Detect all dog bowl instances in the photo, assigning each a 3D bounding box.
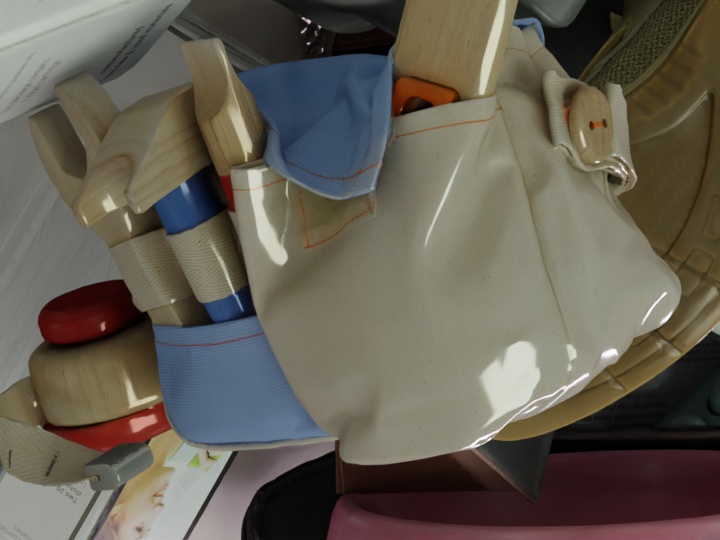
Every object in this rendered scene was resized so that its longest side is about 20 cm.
[{"bbox_3d":[0.076,0.104,0.933,0.200,0.200,0.074,-8,96,-40],"label":"dog bowl"}]

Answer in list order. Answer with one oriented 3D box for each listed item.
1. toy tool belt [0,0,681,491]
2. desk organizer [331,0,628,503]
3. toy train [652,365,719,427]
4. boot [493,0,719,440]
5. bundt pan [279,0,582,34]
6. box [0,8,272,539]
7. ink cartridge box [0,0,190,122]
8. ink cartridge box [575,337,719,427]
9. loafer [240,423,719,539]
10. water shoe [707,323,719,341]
[{"bbox_3d":[-0.022,-0.021,0.763,0.125,0.200,0.123,-31,108,-48],"label":"toy tool belt"},{"bbox_3d":[0.030,-0.031,0.931,0.072,0.077,0.200,42,54,-43],"label":"desk organizer"},{"bbox_3d":[0.157,0.087,1.144,0.200,0.085,0.114,-39,128,-14],"label":"toy train"},{"bbox_3d":[0.090,-0.043,0.875,0.073,0.155,0.200,37,98,-5],"label":"boot"},{"bbox_3d":[0.033,-0.150,0.829,0.202,0.202,0.076,-52,145,-2],"label":"bundt pan"},{"bbox_3d":[-0.088,0.017,0.892,0.200,0.117,0.060,-61,154,6],"label":"box"},{"bbox_3d":[-0.159,-0.092,0.725,0.200,0.148,0.086,-23,173,-28],"label":"ink cartridge box"},{"bbox_3d":[0.158,-0.015,1.160,0.199,0.041,0.200,1,117,-42],"label":"ink cartridge box"},{"bbox_3d":[0.056,0.079,1.051,0.200,0.072,0.063,-3,154,-3],"label":"loafer"},{"bbox_3d":[0.089,0.000,0.991,0.071,0.200,0.079,30,100,-21],"label":"water shoe"}]
